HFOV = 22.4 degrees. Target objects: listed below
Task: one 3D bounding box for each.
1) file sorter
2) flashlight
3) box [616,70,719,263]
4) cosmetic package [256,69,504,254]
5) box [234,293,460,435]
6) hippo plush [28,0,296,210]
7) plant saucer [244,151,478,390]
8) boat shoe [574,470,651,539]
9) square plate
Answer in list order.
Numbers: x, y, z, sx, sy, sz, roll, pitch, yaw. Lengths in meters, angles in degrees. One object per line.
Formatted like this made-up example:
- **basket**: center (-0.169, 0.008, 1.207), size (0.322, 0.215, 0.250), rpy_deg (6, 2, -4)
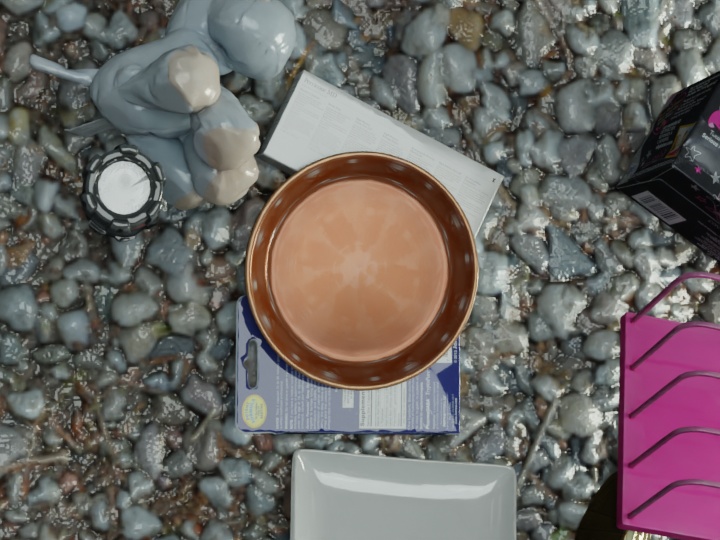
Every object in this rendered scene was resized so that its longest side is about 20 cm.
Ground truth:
- **file sorter**: center (0.310, 0.120, 1.566), size (0.138, 0.126, 0.201), rpy_deg (11, 63, -12)
- **flashlight**: center (-0.195, -0.057, 1.455), size (0.068, 0.200, 0.068), rpy_deg (-28, 93, -12)
- **box**: center (0.353, -0.072, 1.615), size (0.199, 0.132, 0.115), rpy_deg (36, 77, -9)
- **cosmetic package**: center (0.017, -0.090, 1.581), size (0.199, 0.051, 0.083), rpy_deg (28, 86, -10)
- **box**: center (-0.012, 0.081, 1.575), size (0.198, 0.032, 0.122), rpy_deg (2, 86, -14)
- **hippo plush**: center (-0.131, -0.156, 1.523), size (0.161, 0.199, 0.160), rpy_deg (-51, 131, -33)
- **plant saucer**: center (0.000, 0.000, 1.541), size (0.199, 0.032, 0.202), rpy_deg (-1, 93, -9)
- **boat shoe**: center (0.226, 0.278, 1.605), size (0.066, 0.074, 0.201), rpy_deg (21, 81, -27)
- **square plate**: center (0.035, 0.256, 1.546), size (0.198, 0.028, 0.199), rpy_deg (5, 63, -7)
